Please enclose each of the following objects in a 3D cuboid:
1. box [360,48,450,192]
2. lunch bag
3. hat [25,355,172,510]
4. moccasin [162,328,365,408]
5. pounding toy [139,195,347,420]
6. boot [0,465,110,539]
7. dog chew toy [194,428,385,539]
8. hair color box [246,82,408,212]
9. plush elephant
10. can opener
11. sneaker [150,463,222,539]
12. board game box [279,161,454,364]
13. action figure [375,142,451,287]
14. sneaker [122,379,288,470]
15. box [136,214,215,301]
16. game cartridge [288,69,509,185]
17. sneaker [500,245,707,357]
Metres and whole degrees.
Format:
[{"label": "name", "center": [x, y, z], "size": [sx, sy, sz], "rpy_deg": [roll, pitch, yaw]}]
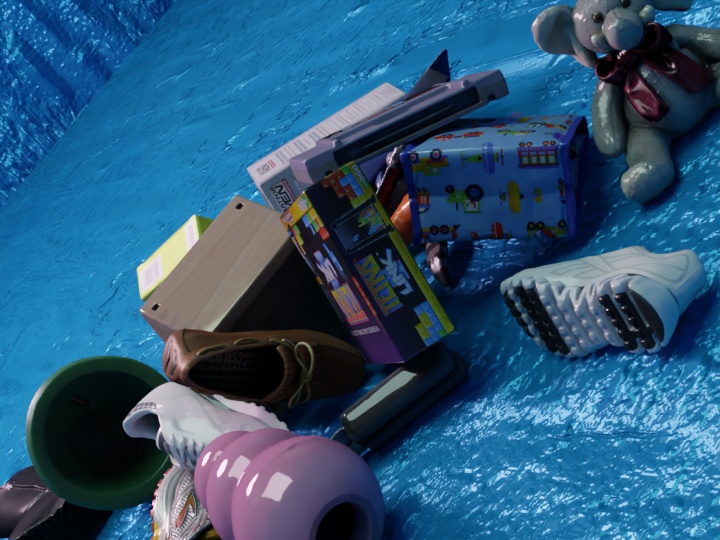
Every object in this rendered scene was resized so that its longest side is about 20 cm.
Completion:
[{"label": "box", "center": [0.054, -0.134, 1.553], "size": [0.032, 0.121, 0.200], "rpy_deg": [28, 70, 21]}, {"label": "lunch bag", "center": [0.132, -0.109, 1.327], "size": [0.149, 0.095, 0.200], "rpy_deg": [-2, 26, 15]}, {"label": "hat", "center": [-0.286, 0.191, 1.586], "size": [0.176, 0.199, 0.167], "rpy_deg": [146, 121, -63]}, {"label": "moccasin", "center": [-0.080, 0.089, 1.311], "size": [0.078, 0.200, 0.074], "rpy_deg": [33, 107, 55]}, {"label": "pounding toy", "center": [-0.121, 0.060, 1.447], "size": [0.142, 0.200, 0.184], "rpy_deg": [23, 66, 39]}, {"label": "boot", "center": [-0.373, 0.296, 1.594], "size": [0.168, 0.077, 0.200], "rpy_deg": [-12, 32, 48]}, {"label": "dog chew toy", "center": [-0.069, 0.187, 1.167], "size": [0.125, 0.125, 0.199], "rpy_deg": [-52, 33, -17]}, {"label": "hair color box", "center": [-0.028, -0.137, 1.656], "size": [0.199, 0.061, 0.099], "rpy_deg": [-32, 19, -3]}, {"label": "plush elephant", "center": [0.246, -0.191, 1.245], "size": [0.164, 0.155, 0.200], "rpy_deg": [-38, 24, 16]}, {"label": "can opener", "center": [0.013, 0.143, 1.238], "size": [0.200, 0.053, 0.067], "rpy_deg": [-43, 57, 10]}, {"label": "sneaker", "center": [-0.148, 0.247, 1.316], "size": [0.082, 0.078, 0.201], "rpy_deg": [-15, 34, 20]}, {"label": "board game box", "center": [0.000, 0.000, 1.260], "size": [0.056, 0.166, 0.200], "rpy_deg": [-30, 0, -10]}, {"label": "action figure", "center": [0.050, -0.039, 1.461], "size": [0.194, 0.104, 0.201], "rpy_deg": [-70, 5, -58]}, {"label": "sneaker", "center": [-0.134, 0.163, 1.331], "size": [0.199, 0.077, 0.080], "rpy_deg": [19, 37, 39]}, {"label": "box", "center": [-0.128, 0.004, 1.550], "size": [0.122, 0.199, 0.048], "rpy_deg": [-38, 53, 38]}, {"label": "game cartridge", "center": [0.031, -0.135, 1.329], "size": [0.199, 0.039, 0.130], "rpy_deg": [-26, 13, -7]}, {"label": "sneaker", "center": [0.188, 0.020, 1.114], "size": [0.081, 0.075, 0.200], "rpy_deg": [-40, 20, -26]}]
